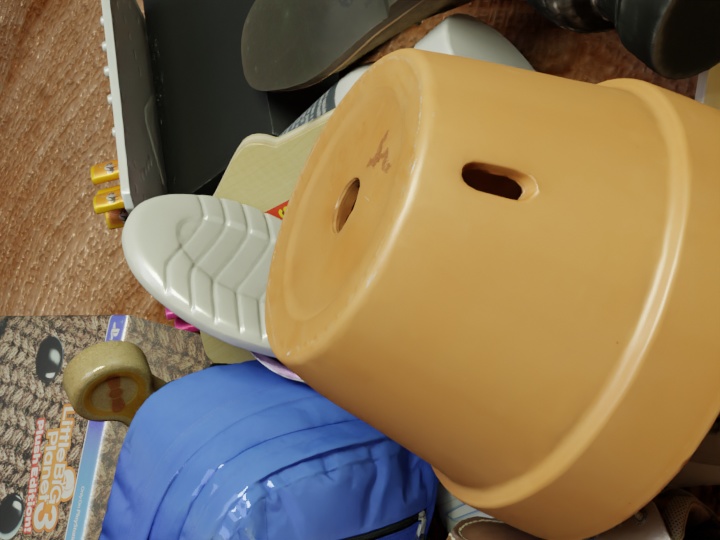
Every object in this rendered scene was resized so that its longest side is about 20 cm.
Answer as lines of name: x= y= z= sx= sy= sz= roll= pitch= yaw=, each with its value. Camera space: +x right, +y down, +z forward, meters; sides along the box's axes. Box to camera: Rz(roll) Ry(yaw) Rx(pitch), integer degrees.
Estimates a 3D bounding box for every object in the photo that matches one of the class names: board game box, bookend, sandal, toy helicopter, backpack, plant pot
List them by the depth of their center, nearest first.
plant pot: x=0.051 y=-0.003 z=0.605 sx=0.200 sy=0.140 sz=0.200 roll=-52 pitch=25 yaw=37
sandal: x=-0.026 y=0.026 z=0.718 sx=0.082 sy=0.203 sz=0.050 roll=-77 pitch=12 yaw=-45
backpack: x=-0.037 y=0.152 z=0.740 sx=0.168 sy=0.162 sz=0.200 roll=32 pitch=119 yaw=39
toy helicopter: x=-0.104 y=0.097 z=0.826 sx=0.132 sy=0.200 sz=0.079 roll=-36 pitch=50 yaw=10
bookend: x=-0.035 y=-0.142 z=0.926 sx=0.200 sy=0.092 sz=0.199 roll=-33 pitch=55 yaw=33
board game box: x=-0.143 y=-0.081 z=0.949 sx=0.026 sy=0.200 sz=0.200 roll=-12 pitch=63 yaw=3
board game box: x=-0.192 y=0.117 z=0.989 sx=0.200 sy=0.097 sz=0.160 roll=-3 pitch=73 yaw=47

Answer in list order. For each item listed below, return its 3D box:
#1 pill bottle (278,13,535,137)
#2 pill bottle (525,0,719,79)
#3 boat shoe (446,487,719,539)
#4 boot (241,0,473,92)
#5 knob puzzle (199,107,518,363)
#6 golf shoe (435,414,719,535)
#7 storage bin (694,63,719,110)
pill bottle: x=0.010 y=-0.048 z=0.820 sx=0.200 sy=0.120 sz=0.120 roll=-40 pitch=50 yaw=30
pill bottle: x=0.092 y=-0.176 z=0.632 sx=0.200 sy=0.112 sz=0.112 roll=48 pitch=111 yaw=29
boat shoe: x=0.131 y=0.128 z=0.627 sx=0.200 sy=0.076 sz=0.072 roll=7 pitch=104 yaw=26
boot: x=0.009 y=-0.146 z=0.800 sx=0.200 sy=0.075 sz=0.074 roll=-21 pitch=74 yaw=46
knob puzzle: x=0.000 y=0.000 z=0.763 sx=0.220 sy=0.220 sz=0.030 roll=-40 pitch=23 yaw=30
golf shoe: x=0.114 y=0.106 z=0.704 sx=0.200 sy=0.078 sz=0.097 roll=-7 pitch=89 yaw=49
storage bin: x=0.241 y=-0.039 z=0.590 sx=0.198 sy=0.094 sz=0.200 roll=0 pitch=75 yaw=48
